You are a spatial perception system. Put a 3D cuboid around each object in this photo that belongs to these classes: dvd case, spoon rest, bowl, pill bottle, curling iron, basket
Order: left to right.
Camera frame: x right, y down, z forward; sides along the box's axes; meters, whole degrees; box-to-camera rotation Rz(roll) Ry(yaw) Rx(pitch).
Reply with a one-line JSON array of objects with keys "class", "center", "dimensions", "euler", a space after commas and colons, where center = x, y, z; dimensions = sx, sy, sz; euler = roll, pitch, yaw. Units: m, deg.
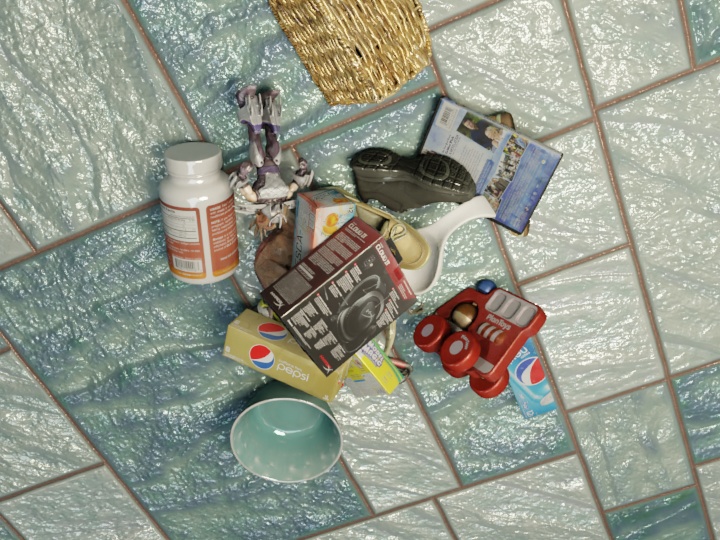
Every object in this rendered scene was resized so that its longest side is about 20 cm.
[{"class": "pill bottle", "center": [-0.249, -0.089, 1.141], "dimensions": [0.112, 0.112, 0.200], "euler": [0, 119, -1]}, {"class": "bowl", "center": [-0.131, 0.280, 1.356], "dimensions": [0.200, 0.105, 0.201], "euler": [0, 119, -1]}, {"class": "basket", "center": [-0.010, -0.346, 1.029], "dimensions": [0.143, 0.149, 0.200], "euler": [-43, 116, -16]}, {"class": "curling iron", "center": [0.002, 0.159, 1.334], "dimensions": [0.200, 0.026, 0.050], "euler": [20, 115, -12]}, {"class": "spoon rest", "center": [0.117, -0.041, 1.149], "dimensions": [0.061, 0.099, 0.200], "euler": [-1, 144, -48]}, {"class": "dvd case", "center": [0.183, -0.156, 1.113], "dimensions": [0.200, 0.018, 0.143], "euler": [29, 124, 11]}]

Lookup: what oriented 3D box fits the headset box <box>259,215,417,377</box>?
[{"class": "headset box", "center": [-0.019, 0.032, 1.067], "dimensions": [0.200, 0.077, 0.149], "euler": [-40, 133, -9]}]

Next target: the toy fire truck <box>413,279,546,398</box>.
[{"class": "toy fire truck", "center": [0.194, 0.099, 1.220], "dimensions": [0.168, 0.200, 0.112], "euler": [-51, 122, -5]}]

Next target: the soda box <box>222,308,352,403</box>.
[{"class": "soda box", "center": [-0.118, 0.137, 1.206], "dimensions": [0.200, 0.068, 0.064], "euler": [22, 118, 12]}]

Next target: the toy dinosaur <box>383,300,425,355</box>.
[{"class": "toy dinosaur", "center": [0.060, 0.042, 1.243], "dimensions": [0.088, 0.047, 0.200], "euler": [-11, 96, 5]}]

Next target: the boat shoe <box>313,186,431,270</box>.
[{"class": "boat shoe", "center": [0.015, -0.065, 1.130], "dimensions": [0.201, 0.063, 0.073], "euler": [37, 101, 10]}]

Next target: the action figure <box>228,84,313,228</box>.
[{"class": "action figure", "center": [-0.136, -0.159, 1.067], "dimensions": [0.069, 0.130, 0.200], "euler": [-9, 91, 47]}]

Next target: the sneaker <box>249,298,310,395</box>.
[{"class": "sneaker", "center": [-0.133, 0.137, 1.296], "dimensions": [0.085, 0.074, 0.200], "euler": [-26, 102, 29]}]

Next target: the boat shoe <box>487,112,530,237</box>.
[{"class": "boat shoe", "center": [0.215, -0.143, 1.153], "dimensions": [0.076, 0.072, 0.200], "euler": [-9, 110, 18]}]

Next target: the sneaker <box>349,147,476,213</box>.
[{"class": "sneaker", "center": [0.082, -0.129, 1.133], "dimensions": [0.200, 0.076, 0.091], "euler": [15, 135, 23]}]

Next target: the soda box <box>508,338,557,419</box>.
[{"class": "soda box", "center": [0.287, 0.166, 1.320], "dimensions": [0.064, 0.068, 0.200], "euler": [-21, 118, 11]}]

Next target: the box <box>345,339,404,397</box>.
[{"class": "box", "center": [-0.028, 0.125, 1.253], "dimensions": [0.200, 0.048, 0.117], "euler": [50, 150, -12]}]

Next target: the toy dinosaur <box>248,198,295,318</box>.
[{"class": "toy dinosaur", "center": [-0.133, -0.032, 1.180], "dimensions": [0.135, 0.086, 0.200], "euler": [23, 106, -12]}]

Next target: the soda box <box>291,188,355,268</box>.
[{"class": "soda box", "center": [-0.060, -0.018, 1.104], "dimensions": [0.068, 0.064, 0.200], "euler": [-10, 122, -31]}]
